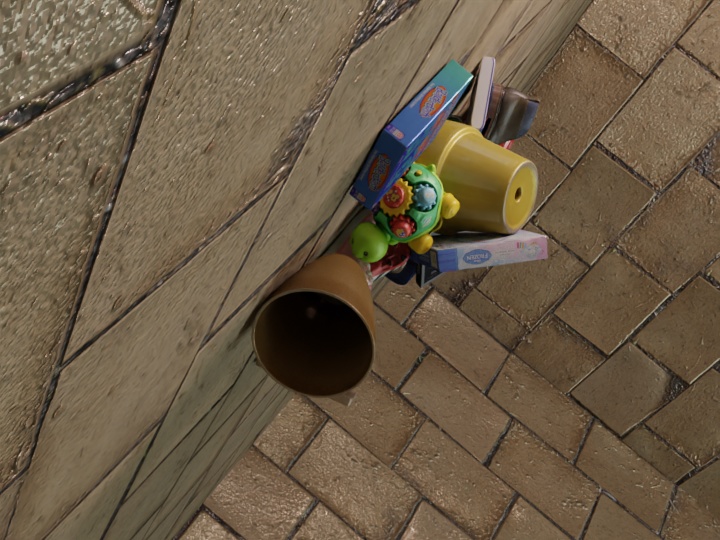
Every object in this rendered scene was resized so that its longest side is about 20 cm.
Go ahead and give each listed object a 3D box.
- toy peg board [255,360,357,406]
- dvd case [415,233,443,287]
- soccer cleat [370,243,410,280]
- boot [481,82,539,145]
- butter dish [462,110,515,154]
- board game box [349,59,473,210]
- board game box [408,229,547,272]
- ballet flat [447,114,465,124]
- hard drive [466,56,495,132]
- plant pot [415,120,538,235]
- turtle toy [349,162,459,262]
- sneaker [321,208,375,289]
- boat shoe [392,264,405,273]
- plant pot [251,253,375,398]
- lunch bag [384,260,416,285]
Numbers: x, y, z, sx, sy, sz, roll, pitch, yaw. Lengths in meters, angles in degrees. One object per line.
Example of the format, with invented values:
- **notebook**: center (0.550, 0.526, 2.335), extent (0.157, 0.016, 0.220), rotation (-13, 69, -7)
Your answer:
- **toy peg board**: center (-0.088, 0.180, 1.883), extent (0.200, 0.197, 0.099), rotation (45, 69, -86)
- **dvd case**: center (0.177, -0.055, 1.891), extent (0.149, 0.025, 0.201), rotation (-31, 153, -14)
- **soccer cleat**: center (0.000, 0.000, 1.733), extent (0.198, 0.069, 0.085), rotation (-27, 177, -4)
- **boot**: center (0.277, -0.258, 1.806), extent (0.075, 0.096, 0.201), rotation (-77, 176, -48)
- **butter dish**: center (0.280, -0.276, 2.081), extent (0.200, 0.147, 0.200), rotation (-55, -173, 15)
- **board game box**: center (0.074, -0.198, 1.376), extent (0.200, 0.045, 0.152), rotation (-50, 175, -36)
- **board game box**: center (0.203, -0.040, 1.678), extent (0.197, 0.044, 0.200), rotation (-8, -171, -11)
- **ballet flat**: center (0.144, -0.219, 1.872), extent (0.201, 0.069, 0.069), rotation (-57, 175, 15)
- **hard drive**: center (0.225, -0.313, 1.805), extent (0.200, 0.025, 0.134), rotation (75, 25, -85)
- **plant pot**: center (0.204, -0.151, 1.673), extent (0.200, 0.187, 0.203), rotation (-30, 129, -46)
- **turtle toy**: center (0.061, -0.097, 1.578), extent (0.201, 0.146, 0.101), rotation (-53, 154, 12)
- **sneaker**: center (-0.006, -0.016, 1.644), extent (0.201, 0.104, 0.076), rotation (-51, 174, -31)
- **boat shoe**: center (0.084, -0.091, 1.838), extent (0.072, 0.072, 0.202), rotation (29, 83, -51)
- **plant pot**: center (-0.052, 0.063, 1.456), extent (0.187, 0.185, 0.200), rotation (-54, -173, 29)
- **lunch bag**: center (0.101, -0.086, 1.979), extent (0.132, 0.135, 0.200), rotation (-48, 174, -37)
